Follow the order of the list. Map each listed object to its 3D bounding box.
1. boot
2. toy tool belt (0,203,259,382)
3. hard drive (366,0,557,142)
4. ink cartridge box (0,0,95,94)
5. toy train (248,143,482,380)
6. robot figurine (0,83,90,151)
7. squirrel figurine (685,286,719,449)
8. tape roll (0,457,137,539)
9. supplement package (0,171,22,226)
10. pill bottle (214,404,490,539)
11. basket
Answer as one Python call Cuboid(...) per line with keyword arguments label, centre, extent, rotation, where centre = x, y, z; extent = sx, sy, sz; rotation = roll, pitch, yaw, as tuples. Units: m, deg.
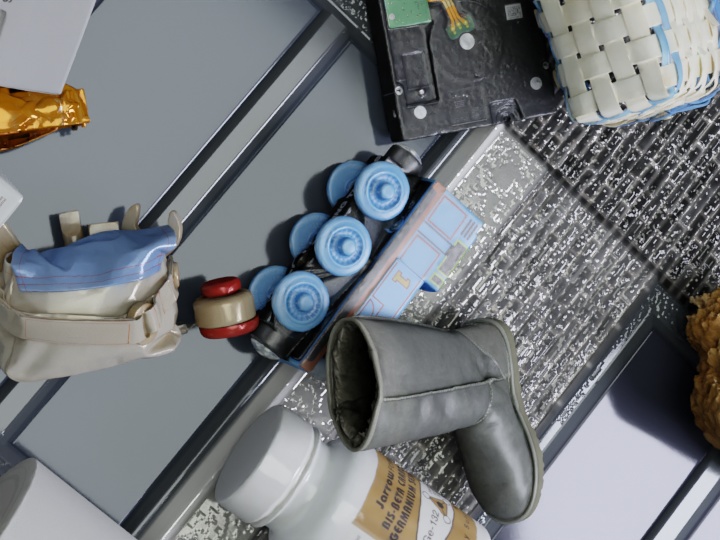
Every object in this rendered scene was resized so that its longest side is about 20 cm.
Cuboid(label="boot", centre=(0.058, 0.118, 1.342), extent=(0.200, 0.072, 0.183), rotation=(-4, 79, -60))
Cuboid(label="toy tool belt", centre=(-0.179, 0.003, 1.291), extent=(0.199, 0.125, 0.124), rotation=(-12, 100, -15))
Cuboid(label="hard drive", centre=(0.075, -0.213, 1.414), extent=(0.139, 0.038, 0.201), rotation=(-12, 95, -17))
Cuboid(label="ink cartridge box", centre=(-0.228, -0.246, 1.223), extent=(0.084, 0.145, 0.201), rotation=(9, 60, -18))
Cuboid(label="toy train", centre=(0.000, 0.000, 1.369), extent=(0.114, 0.087, 0.200), rotation=(40, 79, -20))
Cuboid(label="robot figurine", centre=(-0.304, -0.141, 1.284), extent=(0.199, 0.058, 0.146), rotation=(-8, 92, -18))
Cuboid(label="squirrel figurine", centre=(0.367, 0.081, 1.461), extent=(0.199, 0.141, 0.187), rotation=(30, 75, -18))
Cuboid(label="tape roll", centre=(-0.241, 0.252, 1.233), extent=(0.139, 0.203, 0.203), rotation=(41, 79, -14))
Cuboid(label="supplement package", centre=(-0.346, -0.077, 1.183), extent=(0.200, 0.117, 0.117), rotation=(42, 87, -21))
Cuboid(label="pill bottle", centre=(-0.007, 0.194, 1.351), extent=(0.200, 0.114, 0.115), rotation=(36, 80, -15))
Cuboid(label="basket", centre=(0.222, -0.205, 1.405), extent=(0.200, 0.139, 0.177), rotation=(-23, 97, -53))
